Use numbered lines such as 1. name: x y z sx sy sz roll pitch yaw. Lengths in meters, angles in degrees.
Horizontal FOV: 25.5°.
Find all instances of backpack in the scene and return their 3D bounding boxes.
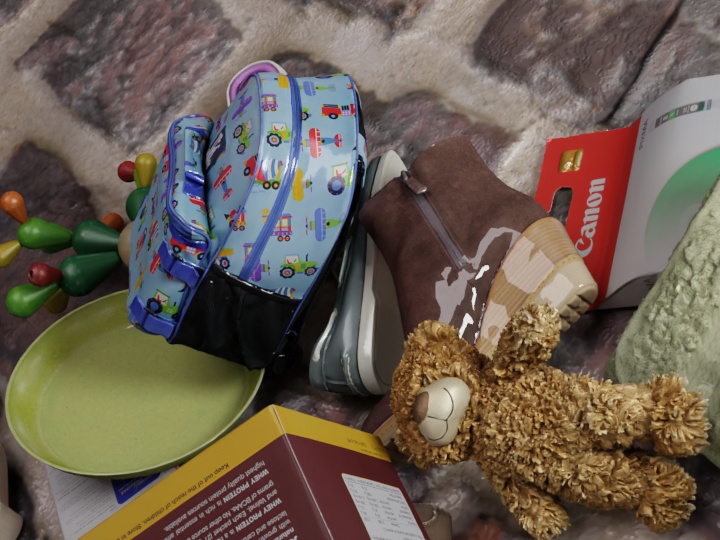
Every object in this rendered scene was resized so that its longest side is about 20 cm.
1. backpack: -0.077 -0.053 1.151 0.183 0.134 0.200 -93 26 -47

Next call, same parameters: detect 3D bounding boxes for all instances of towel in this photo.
1. towel: 0.240 0.020 0.937 0.148 0.036 0.200 36 100 37

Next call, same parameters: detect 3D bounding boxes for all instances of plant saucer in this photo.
1. plant saucer: -0.167 0.088 1.203 0.200 0.031 0.200 -7 40 6

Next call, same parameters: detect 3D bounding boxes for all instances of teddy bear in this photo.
1. teddy bear: 0.108 0.094 0.945 0.200 0.145 0.067 28 36 10

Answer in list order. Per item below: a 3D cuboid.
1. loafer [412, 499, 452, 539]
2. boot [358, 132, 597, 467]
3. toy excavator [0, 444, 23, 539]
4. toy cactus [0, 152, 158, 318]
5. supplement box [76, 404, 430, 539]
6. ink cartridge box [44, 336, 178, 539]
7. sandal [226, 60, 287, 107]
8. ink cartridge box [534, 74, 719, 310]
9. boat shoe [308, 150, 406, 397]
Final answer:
1. loafer: -0.020 0.169 1.047 0.200 0.073 0.071 11 60 31
2. boot: 0.046 0.020 1.081 0.200 0.072 0.166 -42 56 2
3. toy excavator: -0.344 0.130 1.310 0.200 0.100 0.195 2 59 28
4. toy cactus: -0.204 -0.033 1.311 0.165 0.102 0.200 8 32 33
5. supplement box: -0.054 0.222 0.919 0.197 0.133 0.200 -36 62 17
6. ink cartridge box: -0.193 0.145 1.217 0.095 0.037 0.200 -36 40 7
7. sandal: -0.078 -0.115 1.328 0.082 0.050 0.203 -38 42 6
8. ink cartridge box: 0.193 -0.052 1.074 0.200 0.050 0.161 -5 54 32
9. boat shoe: 0.000 0.000 1.160 0.062 0.073 0.200 -10 56 26
